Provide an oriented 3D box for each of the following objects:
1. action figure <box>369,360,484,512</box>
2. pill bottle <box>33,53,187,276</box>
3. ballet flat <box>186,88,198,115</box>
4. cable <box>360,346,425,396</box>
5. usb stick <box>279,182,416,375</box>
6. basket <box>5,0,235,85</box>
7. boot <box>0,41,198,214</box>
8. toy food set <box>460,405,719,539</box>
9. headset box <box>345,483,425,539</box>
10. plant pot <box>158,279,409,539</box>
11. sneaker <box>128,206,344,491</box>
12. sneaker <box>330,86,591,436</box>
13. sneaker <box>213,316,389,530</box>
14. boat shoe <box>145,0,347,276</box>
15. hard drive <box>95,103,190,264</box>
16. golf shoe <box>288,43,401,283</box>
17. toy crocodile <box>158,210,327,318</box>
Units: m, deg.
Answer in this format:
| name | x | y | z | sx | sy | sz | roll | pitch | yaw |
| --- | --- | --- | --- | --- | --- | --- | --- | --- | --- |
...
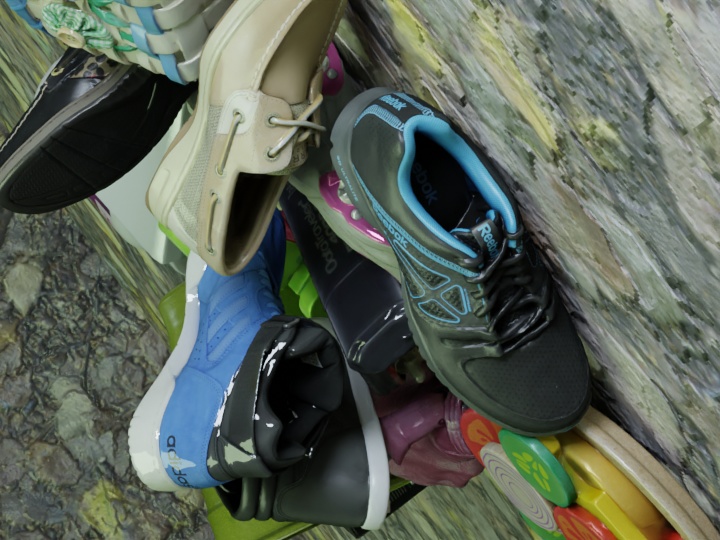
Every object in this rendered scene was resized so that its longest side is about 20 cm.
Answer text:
| name | x | y | z | sx | sy | sz | roll | pitch | yaw |
| --- | --- | --- | --- | --- | --- | --- | --- | --- | --- |
| action figure | 0.063 | 0.088 | 1.379 | 0.200 | 0.134 | 0.149 | 165 | 111 | -67 |
| pill bottle | -0.159 | -0.083 | 1.693 | 0.200 | 0.112 | 0.112 | 46 | 168 | 39 |
| ballet flat | -0.092 | -0.127 | 1.341 | 0.200 | 0.067 | 0.064 | 54 | 145 | 31 |
| cable | 0.000 | 0.000 | 1.364 | 0.200 | 0.050 | 0.097 | -108 | -9 | -54 |
| usb stick | -0.008 | -0.014 | 1.273 | 0.033 | 0.055 | 0.200 | 35 | -162 | -34 |
| basket | -0.143 | -0.200 | 1.132 | 0.200 | 0.139 | 0.176 | 38 | 166 | 25 |
| boot | -0.162 | -0.144 | 1.302 | 0.073 | 0.200 | 0.151 | 23 | -154 | -55 |
| toy food set | 0.133 | 0.141 | 1.215 | 0.198 | 0.049 | 0.200 | 47 | 166 | 7 |
| headset box | -0.040 | 0.105 | 1.839 | 0.174 | 0.093 | 0.200 | 58 | 170 | -18 |
| plant pot | -0.047 | 0.081 | 1.574 | 0.200 | 0.200 | 0.193 | 122 | 123 | -80 |
| sneaker | -0.050 | 0.037 | 1.265 | 0.111 | 0.200 | 0.077 | -6 | 135 | 30 |
| sneaker | 0.055 | 0.003 | 1.094 | 0.200 | 0.073 | 0.082 | 55 | 168 | -15 |
| sneaker | -0.050 | 0.085 | 1.346 | 0.200 | 0.099 | 0.071 | -112 | 28 | -58 |
| boat shoe | -0.045 | -0.078 | 1.115 | 0.065 | 0.072 | 0.200 | 48 | 133 | 18 |
| hard drive | -0.148 | -0.122 | 1.492 | 0.132 | 0.027 | 0.200 | 45 | 138 | 36 |
| golf shoe | -0.018 | -0.063 | 1.206 | 0.200 | 0.075 | 0.092 | 50 | 169 | 30 |
| toy crocodile | -0.054 | -0.013 | 1.446 | 0.200 | 0.062 | 0.068 | 16 | -155 | -45 |
